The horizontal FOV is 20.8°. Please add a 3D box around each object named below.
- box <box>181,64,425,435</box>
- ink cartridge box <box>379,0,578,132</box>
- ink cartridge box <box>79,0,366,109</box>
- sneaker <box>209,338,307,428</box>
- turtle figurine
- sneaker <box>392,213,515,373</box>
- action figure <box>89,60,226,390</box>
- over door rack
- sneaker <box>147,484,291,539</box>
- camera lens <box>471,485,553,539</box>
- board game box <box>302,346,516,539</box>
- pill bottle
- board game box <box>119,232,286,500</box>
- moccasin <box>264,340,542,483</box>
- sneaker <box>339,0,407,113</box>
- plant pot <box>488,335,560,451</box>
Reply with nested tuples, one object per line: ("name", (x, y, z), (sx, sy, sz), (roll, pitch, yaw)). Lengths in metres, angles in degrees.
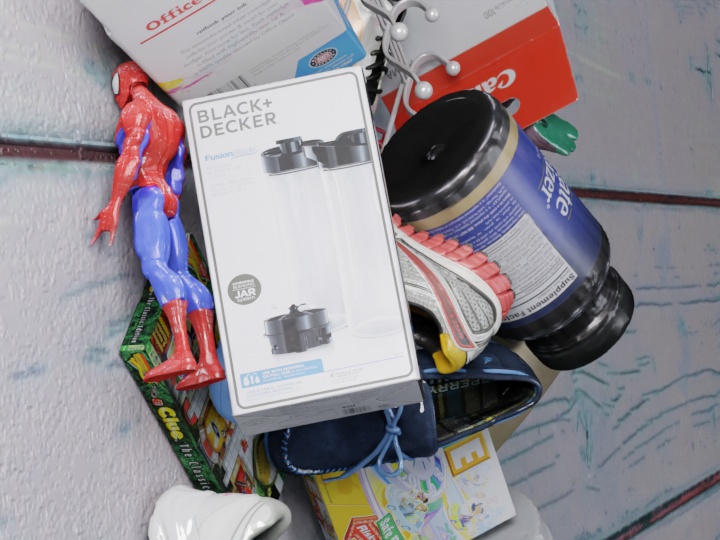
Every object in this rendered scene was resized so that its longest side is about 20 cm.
("box", (-0.035, -0.012, 1.178), (0.060, 0.116, 0.201), (72, 8, -73))
("ink cartridge box", (0.072, -0.187, 1.505), (0.057, 0.162, 0.201), (34, 38, -44))
("ink cartridge box", (-0.089, -0.168, 1.178), (0.068, 0.115, 0.200), (64, 9, 28))
("sneaker", (-0.030, 0.008, 1.241), (0.071, 0.082, 0.200), (71, 37, -73))
("turtle figurine", (0.084, -0.091, 1.553), (0.100, 0.200, 0.150), (-7, 69, -42))
("sneaker", (0.000, 0.000, 1.305), (0.082, 0.199, 0.078), (-60, 169, -29))
("action figure", (-0.123, -0.031, 1.163), (0.065, 0.051, 0.201), (19, 59, -60))
("over door rack", (0.010, -0.112, 1.395), (0.201, 0.066, 0.148), (-62, 151, -22))
("sneaker", (-0.076, 0.224, 1.158), (0.078, 0.099, 0.201), (26, 61, -65))
("camera lens", (0.088, 0.282, 1.485), (0.160, 0.159, 0.201), (-62, 141, -55))
("board game box", (0.019, 0.113, 1.384), (0.034, 0.134, 0.201), (25, -42, 63))
("pill bottle", (0.105, -0.022, 1.380), (0.200, 0.112, 0.112), (46, 39, -31))
("board game box", (-0.094, 0.083, 1.259), (0.105, 0.023, 0.200), (-77, 152, -45))
("moccasin", (0.032, 0.089, 1.317), (0.199, 0.068, 0.081), (-22, 115, -24))
("sneaker", (-0.005, -0.167, 1.476), (0.074, 0.080, 0.201), (-13, 98, -71))
("plant pot", (0.071, 0.064, 1.510), (0.201, 0.187, 0.188), (-64, 145, -30))
